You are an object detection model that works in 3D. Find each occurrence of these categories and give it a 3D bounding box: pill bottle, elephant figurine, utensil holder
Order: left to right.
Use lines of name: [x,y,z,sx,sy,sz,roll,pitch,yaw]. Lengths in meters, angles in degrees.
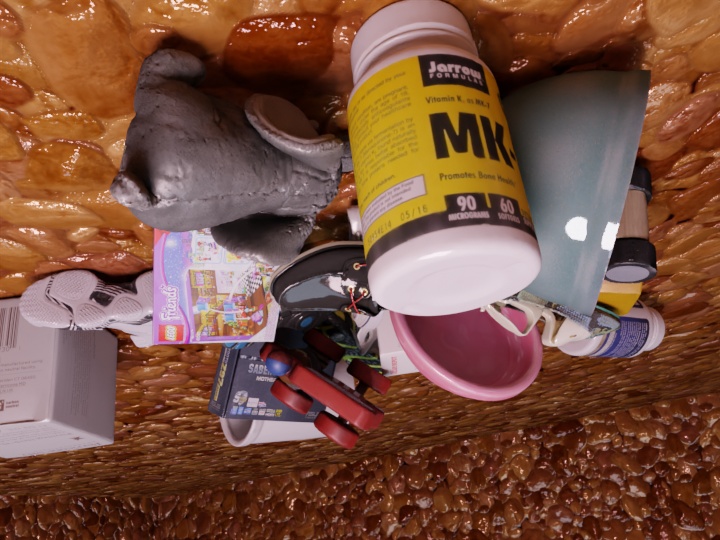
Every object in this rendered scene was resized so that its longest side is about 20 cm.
elephant figurine: [-0.070,-0.079,0.455,0.198,0.157,0.141,11,161,-19]
utensil holder: [-0.133,0.224,1.083,0.198,0.172,0.170,8,152,-35]
pill bottle: [0.050,-0.080,0.423,0.113,0.202,0.115,-7,157,-3]
pill bottle: [0.438,0.097,1.054,0.198,0.112,0.111,7,152,-30]

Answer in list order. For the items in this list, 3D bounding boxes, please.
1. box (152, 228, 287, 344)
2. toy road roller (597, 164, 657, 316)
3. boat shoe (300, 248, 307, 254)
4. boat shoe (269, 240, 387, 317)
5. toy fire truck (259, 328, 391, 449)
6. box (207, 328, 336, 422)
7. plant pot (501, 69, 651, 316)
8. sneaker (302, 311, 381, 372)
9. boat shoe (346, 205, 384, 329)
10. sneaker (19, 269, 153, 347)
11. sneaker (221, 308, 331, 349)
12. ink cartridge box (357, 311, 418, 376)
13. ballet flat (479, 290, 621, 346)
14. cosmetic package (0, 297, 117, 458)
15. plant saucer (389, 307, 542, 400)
box: [-0.146,-0.006,0.629,0.135,0.039,0.201,1,129,-20]
toy road roller: [0.258,-0.032,0.711,0.144,0.124,0.200,1,158,16]
boat shoe: [-0.084,-0.001,0.738,0.198,0.072,0.072,12,125,-34]
boat shoe: [0.004,0.012,0.637,0.199,0.063,0.074,-8,136,-10]
toy fire truck: [-0.055,0.149,0.810,0.199,0.113,0.168,31,172,18]
box: [-0.126,0.151,0.935,0.051,0.160,0.199,7,173,45]
plant pot: [0.153,-0.074,0.517,0.133,0.202,0.201,13,162,19]
sneaker: [-0.025,0.095,0.958,0.075,0.077,0.200,-21,135,29]
boat shoe: [0.000,0.000,0.714,0.065,0.073,0.201,-2,142,-11]
sneaker: [-0.311,0.055,0.759,0.198,0.076,0.115,-4,153,-17]
sneaker: [-0.112,0.040,0.811,0.199,0.082,0.074,-9,138,-42]
ink cartridge box: [0.092,0.067,0.857,0.198,0.127,0.129,-8,156,0]
ballet flat: [0.213,0.052,0.711,0.198,0.075,0.074,22,150,-6]
cosmetic package: [-0.449,0.150,0.815,0.165,0.168,0.200,-7,157,-2]
plant saucer: [0.121,0.070,0.721,0.198,0.202,0.051,4,141,-26]
